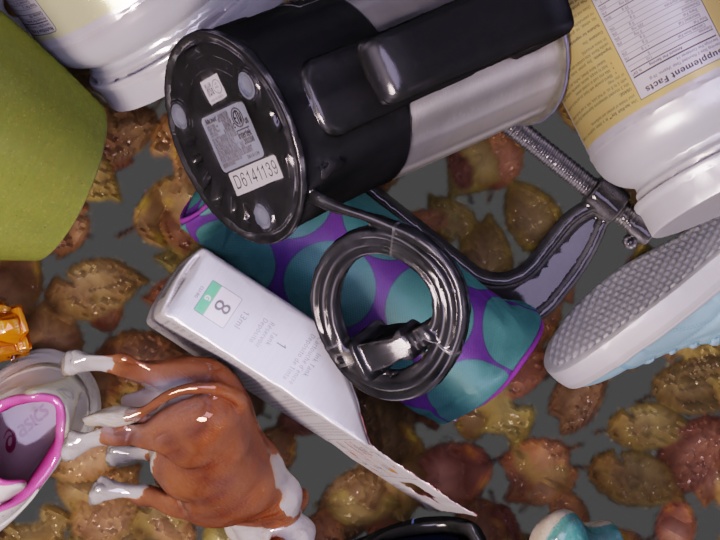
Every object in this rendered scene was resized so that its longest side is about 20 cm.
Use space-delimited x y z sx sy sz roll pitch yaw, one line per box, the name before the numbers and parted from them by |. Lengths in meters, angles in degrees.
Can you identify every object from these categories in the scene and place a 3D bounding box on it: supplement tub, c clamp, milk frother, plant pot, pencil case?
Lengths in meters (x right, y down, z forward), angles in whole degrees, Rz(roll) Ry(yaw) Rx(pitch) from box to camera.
supplement tub | -0.143 -0.201 1.606 0.145 0.145 0.200 -37 108 0
c clamp | 0.079 -0.059 1.700 0.200 0.027 0.171 33 97 -6
milk frother | 0.031 -0.058 1.560 0.188 0.180 0.200 -25 110 -31
plant pot | -0.243 -0.085 1.577 0.200 0.187 0.187 23 92 -23
pencil case | 0.000 0.000 1.653 0.200 0.092 0.085 38 123 -8
supplement tub | 0.169 -0.134 1.621 0.145 0.145 0.200 -26 83 -1

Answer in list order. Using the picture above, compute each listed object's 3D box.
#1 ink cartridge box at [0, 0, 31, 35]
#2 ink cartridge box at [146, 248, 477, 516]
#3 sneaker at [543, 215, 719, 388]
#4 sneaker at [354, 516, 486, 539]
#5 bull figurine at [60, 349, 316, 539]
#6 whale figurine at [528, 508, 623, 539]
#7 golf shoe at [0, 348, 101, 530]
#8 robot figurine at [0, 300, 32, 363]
ink cartridge box | -0.262 -0.197 1.671 0.200 0.050 0.162 17 92 -21
ink cartridge box | -0.022 0.062 1.629 0.200 0.161 0.050 32 84 -5
sneaker | 0.202 0.021 1.687 0.200 0.074 0.082 -33 111 9
sneaker | -0.019 0.188 1.656 0.200 0.078 0.070 -26 83 -19
bull figurine | -0.093 0.105 1.644 0.121 0.200 0.065 3 57 11
whale figurine | 0.088 0.230 1.652 0.104 0.159 0.200 39 98 31
golf shoe | -0.228 0.126 1.660 0.075 0.092 0.200 41 92 -6
robot figurine | -0.290 0.018 1.648 0.200 0.058 0.145 -12 80 -14
